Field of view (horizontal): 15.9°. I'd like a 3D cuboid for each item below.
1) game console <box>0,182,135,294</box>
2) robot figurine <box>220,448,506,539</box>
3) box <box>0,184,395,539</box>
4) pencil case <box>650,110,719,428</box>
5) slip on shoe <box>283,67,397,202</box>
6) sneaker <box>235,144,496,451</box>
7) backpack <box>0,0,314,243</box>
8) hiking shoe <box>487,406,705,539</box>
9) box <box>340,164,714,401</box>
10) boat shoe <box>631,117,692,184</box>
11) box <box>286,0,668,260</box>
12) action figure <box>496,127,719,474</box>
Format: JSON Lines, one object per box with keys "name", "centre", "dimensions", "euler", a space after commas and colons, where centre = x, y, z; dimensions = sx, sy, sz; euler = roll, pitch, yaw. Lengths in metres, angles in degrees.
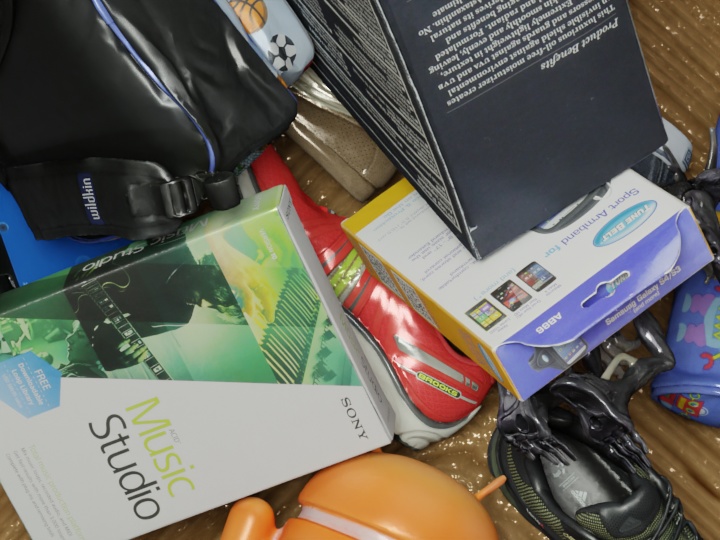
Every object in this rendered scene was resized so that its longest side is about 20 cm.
{"name": "game console", "centre": [-0.222, -0.050, 1.431], "dimensions": [0.171, 0.118, 0.200], "euler": [-14, 77, -33]}
{"name": "robot figurine", "centre": [0.002, 0.181, 1.329], "dimensions": [0.144, 0.117, 0.200], "euler": [16, 77, 38]}
{"name": "box", "centre": [-0.100, 0.056, 1.308], "dimensions": [0.200, 0.036, 0.144], "euler": [-22, 112, 11]}
{"name": "pencil case", "centre": [0.219, -0.012, 1.382], "dimensions": [0.087, 0.078, 0.200], "euler": [12, 79, 20]}
{"name": "slip on shoe", "centre": [-0.063, -0.108, 1.417], "dimensions": [0.200, 0.076, 0.061], "euler": [30, 92, 1]}
{"name": "sneaker", "centre": [0.000, 0.000, 1.389], "dimensions": [0.085, 0.077, 0.200], "euler": [-36, 91, -4]}
{"name": "backpack", "centre": [-0.133, -0.109, 1.319], "dimensions": [0.154, 0.190, 0.200], "euler": [-36, 95, -40]}
{"name": "hiking shoe", "centre": [0.142, 0.147, 1.339], "dimensions": [0.200, 0.101, 0.076], "euler": [43, 84, 10]}
{"name": "box", "centre": [0.084, -0.011, 1.272], "dimensions": [0.119, 0.200, 0.041], "euler": [-36, 124, -8]}
{"name": "boat shoe", "centre": [0.076, -0.079, 1.401], "dimensions": [0.200, 0.071, 0.091], "euler": [31, 79, 3]}
{"name": "box", "centre": [0.034, -0.151, 1.247], "dimensions": [0.123, 0.198, 0.200], "euler": [-31, 46, -8]}
{"name": "action figure", "centre": [0.146, 0.021, 1.307], "dimensions": [0.102, 0.119, 0.200], "euler": [54, 50, -23]}
